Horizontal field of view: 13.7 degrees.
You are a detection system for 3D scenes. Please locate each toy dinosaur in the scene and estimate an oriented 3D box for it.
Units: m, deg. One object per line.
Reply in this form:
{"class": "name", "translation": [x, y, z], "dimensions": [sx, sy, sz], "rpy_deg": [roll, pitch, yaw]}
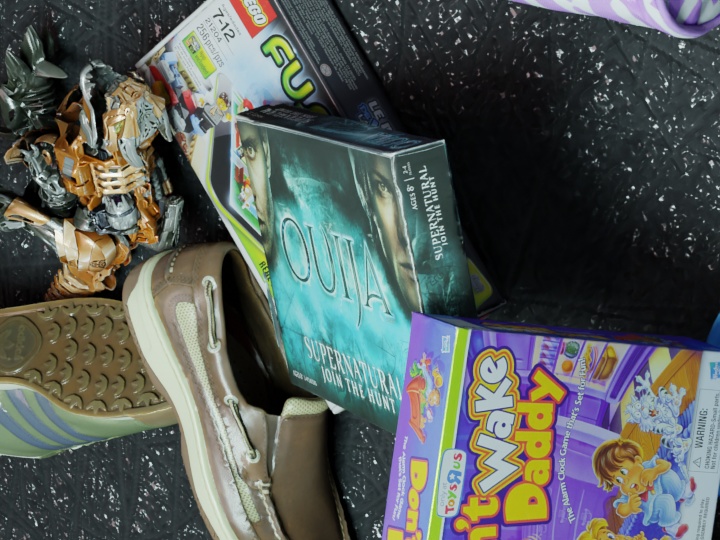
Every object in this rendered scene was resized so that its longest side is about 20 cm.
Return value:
{"class": "toy dinosaur", "translation": [-0.150, -0.040, 1.520], "dimensions": [0.136, 0.102, 0.200], "rpy_deg": [36, 126, 13]}

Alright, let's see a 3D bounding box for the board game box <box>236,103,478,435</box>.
{"class": "board game box", "translation": [0.000, 0.000, 1.331], "dimensions": [0.200, 0.028, 0.136], "rpy_deg": [-162, 58, -67]}

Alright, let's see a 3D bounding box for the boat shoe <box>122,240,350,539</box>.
{"class": "boat shoe", "translation": [-0.046, 0.080, 1.480], "dimensions": [0.075, 0.075, 0.203], "rpy_deg": [-22, 99, 36]}

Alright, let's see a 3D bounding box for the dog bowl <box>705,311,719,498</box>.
{"class": "dog bowl", "translation": [0.220, 0.057, 1.209], "dimensions": [0.200, 0.049, 0.112], "rpy_deg": [2, 89, 55]}

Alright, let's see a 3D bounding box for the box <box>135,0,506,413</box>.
{"class": "box", "translation": [-0.021, -0.043, 1.437], "dimensions": [0.110, 0.035, 0.200], "rpy_deg": [-37, 81, 45]}

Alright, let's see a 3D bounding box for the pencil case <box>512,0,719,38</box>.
{"class": "pencil case", "translation": [0.074, -0.156, 1.271], "dimensions": [0.199, 0.084, 0.086], "rpy_deg": [17, 105, 35]}

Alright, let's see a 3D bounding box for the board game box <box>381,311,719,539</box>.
{"class": "board game box", "translation": [0.076, 0.124, 1.246], "dimensions": [0.045, 0.134, 0.201], "rpy_deg": [-162, 78, -65]}

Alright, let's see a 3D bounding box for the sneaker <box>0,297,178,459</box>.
{"class": "sneaker", "translation": [-0.158, 0.062, 1.593], "dimensions": [0.199, 0.090, 0.067], "rpy_deg": [1, 65, 20]}
